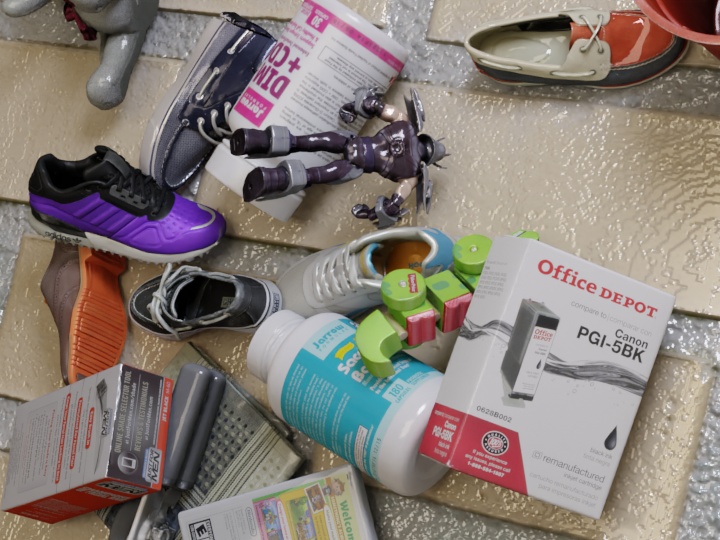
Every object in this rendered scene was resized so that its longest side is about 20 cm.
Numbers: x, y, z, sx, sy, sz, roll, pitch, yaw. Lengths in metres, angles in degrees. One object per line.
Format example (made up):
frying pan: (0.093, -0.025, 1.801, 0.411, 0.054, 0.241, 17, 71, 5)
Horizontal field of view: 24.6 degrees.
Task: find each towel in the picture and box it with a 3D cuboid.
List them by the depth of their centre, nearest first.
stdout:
towel: (-0.160, 0.197, 1.584, 0.193, 0.035, 0.200, 43, 100, 32)

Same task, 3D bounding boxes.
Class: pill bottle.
pill bottle: (-0.007, 0.109, 1.476, 0.200, 0.111, 0.111, 29, 91, 29)
pill bottle: (-0.053, -0.154, 1.566, 0.113, 0.113, 0.200, 36, 95, 30)

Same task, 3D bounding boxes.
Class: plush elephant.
plush elephant: (-0.295, -0.296, 1.706, 0.155, 0.165, 0.200, 12, 54, 16)

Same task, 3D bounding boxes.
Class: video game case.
video game case: (-0.062, 0.293, 1.489, 0.182, 0.022, 0.200, -18, 77, 18)

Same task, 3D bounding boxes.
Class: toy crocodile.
toy crocodile: (0.078, 0.025, 1.437, 0.200, 0.068, 0.062, -27, 48, -22)

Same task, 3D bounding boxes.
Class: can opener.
can opener: (-0.189, 0.182, 1.553, 0.067, 0.053, 0.200, 14, 83, 32)

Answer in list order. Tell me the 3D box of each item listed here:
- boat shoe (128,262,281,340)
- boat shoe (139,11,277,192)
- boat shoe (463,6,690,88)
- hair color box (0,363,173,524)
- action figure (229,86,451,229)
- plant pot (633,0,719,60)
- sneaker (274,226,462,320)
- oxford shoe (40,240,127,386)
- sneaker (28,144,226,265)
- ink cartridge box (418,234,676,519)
boat shoe: (-0.167, 0.030, 1.583, 0.199, 0.068, 0.074, 6, 81, 44)
boat shoe: (-0.140, -0.156, 1.633, 0.093, 0.075, 0.200, 25, 89, 36)
boat shoe: (0.193, -0.204, 1.482, 0.200, 0.063, 0.071, -1, 75, 26)
hair color box: (-0.261, 0.168, 1.571, 0.200, 0.064, 0.111, -23, 55, 48)
action figure: (-0.011, -0.103, 1.482, 0.200, 0.069, 0.130, -4, 72, -20)
plant pot: (0.333, -0.246, 1.343, 0.201, 0.195, 0.201, -7, 74, 26)
sneaker: (0.000, 0.000, 1.518, 0.200, 0.081, 0.077, -16, 72, 24)
oxford shoe: (-0.282, 0.037, 1.660, 0.073, 0.071, 0.200, -17, 55, 29)
sneaker: (-0.230, -0.070, 1.605, 0.200, 0.100, 0.070, 9, 39, 4)
ink cartridge box: (0.155, 0.086, 1.374, 0.147, 0.083, 0.200, 20, 87, -15)
